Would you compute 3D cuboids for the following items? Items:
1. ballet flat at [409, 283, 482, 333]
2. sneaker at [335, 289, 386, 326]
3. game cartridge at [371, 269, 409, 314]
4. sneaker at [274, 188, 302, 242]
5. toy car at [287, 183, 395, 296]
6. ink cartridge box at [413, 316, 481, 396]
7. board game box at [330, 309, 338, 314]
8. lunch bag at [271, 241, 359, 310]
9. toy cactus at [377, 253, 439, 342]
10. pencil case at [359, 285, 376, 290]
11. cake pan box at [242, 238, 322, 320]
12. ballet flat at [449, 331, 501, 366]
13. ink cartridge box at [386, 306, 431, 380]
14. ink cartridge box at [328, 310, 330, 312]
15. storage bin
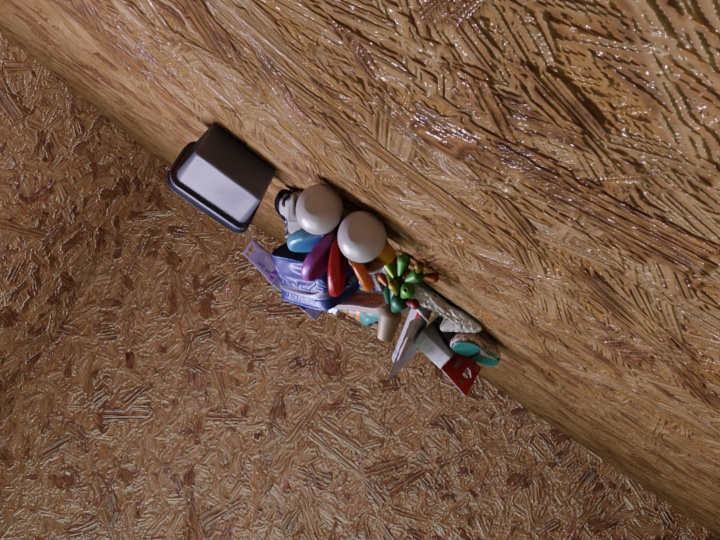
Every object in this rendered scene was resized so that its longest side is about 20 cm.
[{"bbox_3d":[0.182,0.098,1.335,0.197,0.073,0.072,34,175,-1],"label":"ballet flat"},{"bbox_3d":[-0.001,0.087,1.330,0.196,0.072,0.081,11,138,45],"label":"sneaker"},{"bbox_3d":[0.065,0.040,1.355,0.200,0.040,0.138,167,85,-83],"label":"game cartridge"},{"bbox_3d":[-0.129,-0.134,1.229,0.072,0.090,0.202,7,-148,-27],"label":"sneaker"},{"bbox_3d":[-0.044,-0.039,1.014,0.197,0.153,0.175,32,175,12],"label":"toy car"},{"bbox_3d":[0.232,0.199,1.458,0.176,0.045,0.199,44,-157,9],"label":"ink cartridge box"},{"bbox_3d":[-0.102,-0.003,1.421,0.199,0.121,0.032,43,-140,10],"label":"board game box"},{"bbox_3d":[-0.092,0.008,1.308,0.196,0.135,0.136,12,124,42],"label":"lunch bag"},{"bbox_3d":[0.074,0.052,1.128,0.099,0.171,0.200,13,-173,-19],"label":"toy cactus"},{"bbox_3d":[0.007,0.014,1.594,0.197,0.079,0.087,33,162,12],"label":"pencil case"},{"bbox_3d":[-0.192,0.024,1.483,0.199,0.053,0.184,38,176,46],"label":"cake pan box"},{"bbox_3d":[0.272,0.178,1.409,0.074,0.066,0.198,-25,144,30],"label":"ballet flat"},{"bbox_3d":[0.109,0.157,1.409,0.046,0.164,0.199,26,-160,18],"label":"ink cartridge box"},{"bbox_3d":[-0.059,0.048,1.670,0.115,0.066,0.205,-1,-116,-58],"label":"ink cartridge box"},{"bbox_3d":[-0.269,-0.199,1.193,0.198,0.149,0.133,36,147,-21],"label":"storage bin"}]
